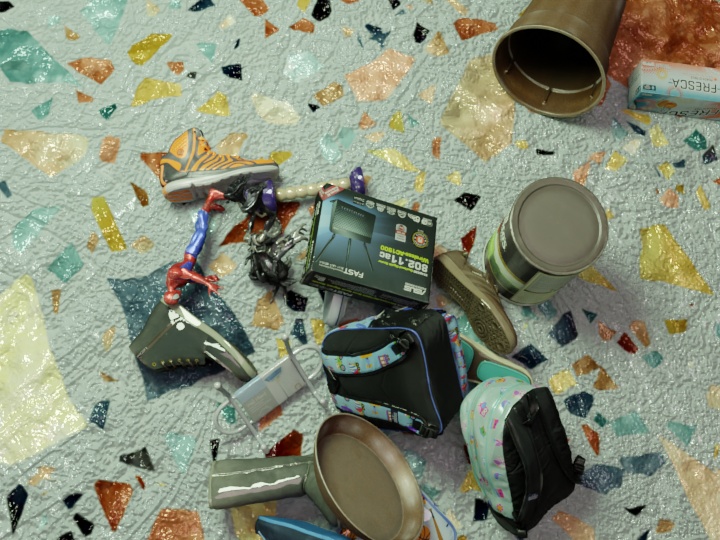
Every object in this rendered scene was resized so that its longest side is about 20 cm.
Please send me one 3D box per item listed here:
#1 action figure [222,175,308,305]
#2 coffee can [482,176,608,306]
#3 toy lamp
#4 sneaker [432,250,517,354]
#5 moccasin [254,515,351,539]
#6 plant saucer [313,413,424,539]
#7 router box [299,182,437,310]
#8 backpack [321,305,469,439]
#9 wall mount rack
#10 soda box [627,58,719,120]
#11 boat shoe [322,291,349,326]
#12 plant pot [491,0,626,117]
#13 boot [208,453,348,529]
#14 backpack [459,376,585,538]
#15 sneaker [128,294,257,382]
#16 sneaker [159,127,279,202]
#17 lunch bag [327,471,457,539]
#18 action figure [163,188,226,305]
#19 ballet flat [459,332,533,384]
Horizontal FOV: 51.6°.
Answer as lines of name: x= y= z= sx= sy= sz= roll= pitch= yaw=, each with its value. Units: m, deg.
action figure: x=-0.140 y=-0.048 z=1.176 sx=0.118 sy=0.202 sz=0.102 roll=14 pitch=42 yaw=42
coffee can: x=0.280 y=-0.038 z=1.161 sx=0.144 sy=0.200 sz=0.149 roll=1 pitch=74 yaw=-3
toy lamp: x=-0.093 y=-0.131 z=1.242 sx=0.197 sy=0.058 sz=0.059 roll=-8 pitch=75 yaw=-7
sneaker: x=0.196 y=0.040 z=1.186 sx=0.075 sy=0.071 sz=0.201 roll=-21 pitch=61 yaw=-30
moccasin: x=-0.092 y=0.388 z=1.037 sx=0.080 sy=0.199 sz=0.069 roll=17 pitch=76 yaw=-33
plant saucer: x=0.006 y=0.291 z=1.021 sx=0.034 sy=0.200 sz=0.201 roll=-43 pitch=79 yaw=24
router box: x=0.016 y=-0.032 z=1.151 sx=0.197 sy=0.062 sz=0.152 roll=15 pitch=65 yaw=-15
backpack: x=0.045 y=0.148 z=1.120 sx=0.134 sy=0.198 sz=0.185 roll=-32 pitch=112 yaw=-49
wall mount rack: x=-0.136 y=0.173 z=1.106 sx=0.199 sy=0.175 sz=0.074 roll=-36 pitch=36 yaw=-12
soda box: x=0.583 y=-0.319 z=1.325 sx=0.196 sy=0.064 sz=0.070 roll=7 pitch=74 yaw=0
boat shoe: x=-0.001 y=0.001 z=1.209 sx=0.085 sy=0.075 sz=0.205 roll=18 pitch=67 yaw=-11
plant pot: x=0.355 y=-0.407 z=1.279 sx=0.198 sy=0.201 sz=0.200 roll=28 pitch=68 yaw=5
boot: x=-0.119 y=0.315 z=1.069 sx=0.196 sy=0.182 sz=0.074 roll=1 pitch=100 yaw=-10
backpack: x=0.228 y=0.257 z=1.086 sx=0.166 sy=0.126 sz=0.203 roll=-32 pitch=114 yaw=-34
sneaker: x=-0.259 y=0.137 z=1.157 sx=0.199 sy=0.075 sz=0.107 roll=34 pitch=80 yaw=16
sneaker: x=-0.238 y=-0.187 z=1.238 sx=0.197 sy=0.078 sz=0.114 roll=-9 pitch=71 yaw=-11
lunch bag: x=0.037 y=0.411 z=1.093 sx=0.200 sy=0.076 sz=0.160 roll=-43 pitch=83 yaw=-14
action figure: x=-0.242 y=-0.022 z=1.184 sx=0.098 sy=0.065 sz=0.202 roll=26 pitch=62 yaw=-6
ballet flat: x=0.180 y=0.144 z=1.180 sx=0.198 sy=0.070 sz=0.070 roll=29 pitch=75 yaw=5
